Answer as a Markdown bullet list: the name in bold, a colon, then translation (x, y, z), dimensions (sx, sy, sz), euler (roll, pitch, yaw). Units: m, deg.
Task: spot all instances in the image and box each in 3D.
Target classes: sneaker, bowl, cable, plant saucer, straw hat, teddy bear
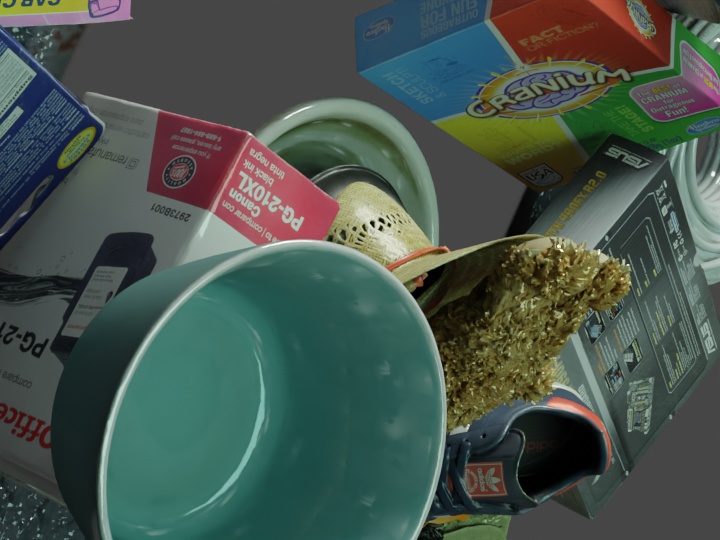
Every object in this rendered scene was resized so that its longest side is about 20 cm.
- **sneaker**: translation (0.051, 0.114, 1.341), dimensions (0.199, 0.084, 0.075), euler (-18, 110, -16)
- **bowl**: translation (-0.067, 0.075, 1.108), dimensions (0.200, 0.105, 0.202), euler (-12, 109, -38)
- **cable**: translation (0.237, -0.088, 1.617), dimensions (0.200, 0.069, 0.201), euler (8, 96, -48)
- **plant saucer**: translation (-0.038, -0.005, 1.367), dimensions (0.200, 0.050, 0.201), euler (-18, 116, -43)
- **straw hat**: translation (0.000, 0.000, 1.268), dimensions (0.201, 0.085, 0.201), euler (-30, 166, -9)
- **teddy bear**: translation (0.059, 0.051, 1.250), dimensions (0.200, 0.067, 0.145), euler (-33, 163, 2)

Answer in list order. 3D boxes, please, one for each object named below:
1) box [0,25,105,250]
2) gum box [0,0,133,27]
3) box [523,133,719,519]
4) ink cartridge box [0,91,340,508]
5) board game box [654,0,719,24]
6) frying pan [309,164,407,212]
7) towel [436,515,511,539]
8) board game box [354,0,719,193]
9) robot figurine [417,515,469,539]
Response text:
- **box**: translation (-0.198, -0.059, 1.131), dimensions (0.121, 0.032, 0.200), euler (-49, 163, -2)
- **gum box**: translation (-0.194, -0.177, 1.131), dimensions (0.200, 0.066, 0.114), euler (-10, 109, -45)
- **box**: translation (0.151, 0.038, 1.476), dimensions (0.158, 0.048, 0.200), euler (-49, 140, -19)
- **ink cartridge box**: translation (-0.123, 0.022, 1.214), dimensions (0.084, 0.144, 0.201), euler (37, 76, -42)
- **board game box**: translation (0.142, -0.235, 1.379), dimensions (0.035, 0.135, 0.200), euler (-45, 121, -11)
- **frying pan**: translation (0.011, 0.018, 1.372), dimensions (0.190, 0.031, 0.115), euler (46, 69, -41)
- **towel**: translation (0.024, 0.230, 1.522), dimensions (0.200, 0.036, 0.149), euler (-12, 113, -44)
- **board game box**: translation (0.115, -0.121, 1.416), dimensions (0.200, 0.153, 0.040), euler (29, 51, -47)
- **robot figurine**: translation (0.042, 0.113, 1.462), dimensions (0.200, 0.058, 0.146), euler (-36, 130, -46)
